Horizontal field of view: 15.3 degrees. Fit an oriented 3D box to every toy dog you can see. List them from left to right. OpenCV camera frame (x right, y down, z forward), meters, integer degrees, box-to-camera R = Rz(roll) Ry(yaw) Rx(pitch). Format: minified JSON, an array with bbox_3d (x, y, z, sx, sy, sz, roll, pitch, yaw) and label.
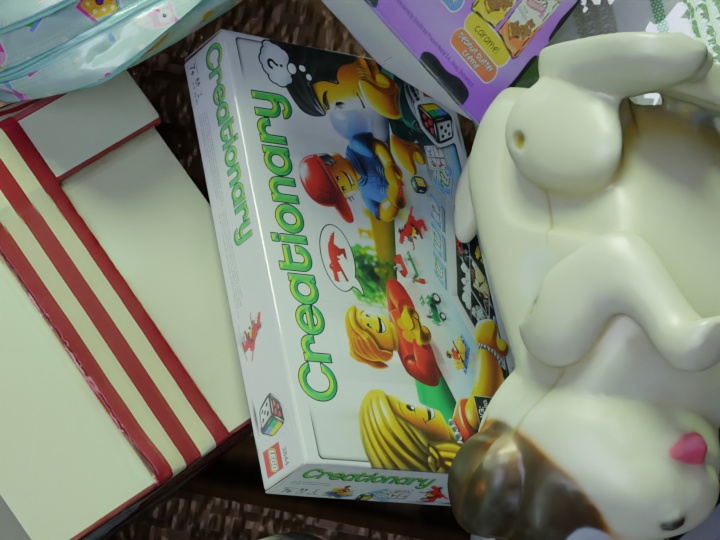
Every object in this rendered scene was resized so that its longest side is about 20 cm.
[{"bbox_3d":[0.095,0.020,1.065,0.194,0.139,0.201,-2,77,38],"label":"toy dog"}]

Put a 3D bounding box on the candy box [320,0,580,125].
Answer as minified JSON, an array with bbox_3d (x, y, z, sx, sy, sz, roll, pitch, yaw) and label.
[{"bbox_3d":[0.053,-0.187,1.097,0.072,0.168,0.200,35,84,39],"label":"candy box"}]

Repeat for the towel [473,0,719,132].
[{"bbox_3d":[0.137,-0.109,1.177,0.200,0.031,0.150,-17,88,14],"label":"towel"}]

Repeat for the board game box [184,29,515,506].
[{"bbox_3d":[0.000,0.000,1.135,0.035,0.126,0.200,-36,57,44],"label":"board game box"}]

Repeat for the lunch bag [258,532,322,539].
[{"bbox_3d":[-0.004,0.197,1.060,0.200,0.168,0.140,26,136,36],"label":"lunch bag"}]

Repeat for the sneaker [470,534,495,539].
[{"bbox_3d":[0.112,0.191,1.181,0.200,0.078,0.090,44,109,14],"label":"sneaker"}]

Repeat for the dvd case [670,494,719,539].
[{"bbox_3d":[0.182,0.197,1.119,0.018,0.143,0.200,-42,83,34],"label":"dvd case"}]

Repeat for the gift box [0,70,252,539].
[{"bbox_3d":[-0.162,0.038,1.161,0.187,0.184,0.200,55,143,3],"label":"gift box"}]

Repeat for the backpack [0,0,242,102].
[{"bbox_3d":[-0.098,-0.159,1.125,0.167,0.200,0.127,-19,104,50],"label":"backpack"}]
